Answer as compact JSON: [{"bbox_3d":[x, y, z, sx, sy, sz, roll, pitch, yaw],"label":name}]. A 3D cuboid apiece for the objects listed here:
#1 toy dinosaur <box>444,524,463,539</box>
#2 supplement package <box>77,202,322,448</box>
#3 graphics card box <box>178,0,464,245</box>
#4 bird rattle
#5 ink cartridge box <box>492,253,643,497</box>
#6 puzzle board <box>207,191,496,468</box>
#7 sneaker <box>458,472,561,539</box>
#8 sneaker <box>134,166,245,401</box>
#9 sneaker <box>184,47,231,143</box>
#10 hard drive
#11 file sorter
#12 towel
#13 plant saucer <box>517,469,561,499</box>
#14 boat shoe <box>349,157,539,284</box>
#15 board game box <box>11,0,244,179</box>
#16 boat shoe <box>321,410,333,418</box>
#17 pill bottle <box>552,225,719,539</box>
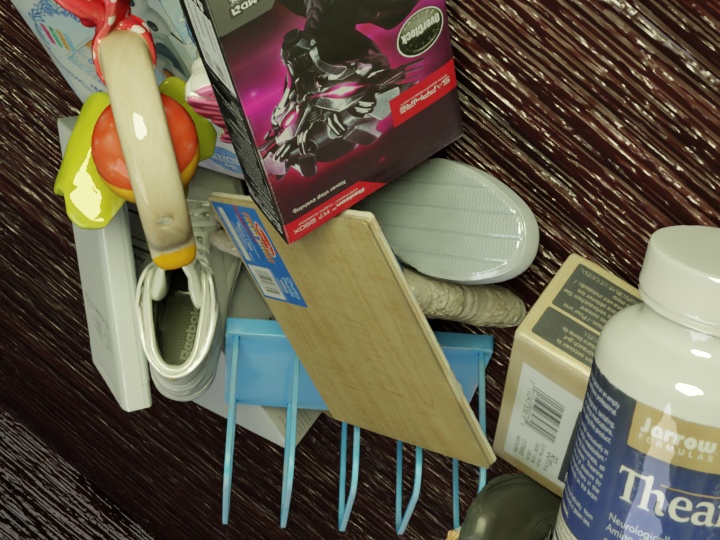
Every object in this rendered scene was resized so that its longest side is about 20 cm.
[{"bbox_3d":[0.119,0.237,1.026,0.198,0.137,0.102,18,-161,-31],"label":"toy dinosaur"},{"bbox_3d":[-0.119,0.035,1.155,0.155,0.111,0.201,20,151,39],"label":"supplement package"},{"bbox_3d":[-0.016,-0.113,0.681,0.051,0.125,0.201,51,166,33],"label":"graphics card box"},{"bbox_3d":[-0.125,-0.096,0.781,0.201,0.111,0.164,100,153,-51],"label":"bird rattle"},{"bbox_3d":[0.176,0.100,0.861,0.164,0.075,0.201,33,157,18],"label":"ink cartridge box"},{"bbox_3d":[-0.004,0.035,0.839,0.150,0.017,0.201,12,138,47],"label":"puzzle board"},{"bbox_3d":[0.151,0.199,0.940,0.199,0.077,0.090,22,177,-39],"label":"sneaker"},{"bbox_3d":[-0.120,-0.012,0.966,0.073,0.203,0.116,3,167,-4],"label":"sneaker"},{"bbox_3d":[-0.055,-0.123,0.810,0.073,0.089,0.200,8,175,9],"label":"sneaker"},{"bbox_3d":[-0.196,-0.009,1.020,0.132,0.026,0.202,-147,49,-64],"label":"hard drive"},{"bbox_3d":[-0.008,0.125,1.009,0.197,0.124,0.139,4,152,-4],"label":"file sorter"},{"bbox_3d":[0.000,0.000,0.911,0.199,0.035,0.132,20,-171,40],"label":"towel"},{"bbox_3d":[0.198,0.187,1.042,0.199,0.038,0.201,34,157,16],"label":"plant saucer"},{"bbox_3d":[0.038,-0.037,0.848,0.199,0.073,0.062,17,-173,41],"label":"boat shoe"},{"bbox_3d":[-0.159,-0.160,0.932,0.199,0.043,0.200,19,149,41],"label":"board game box"},{"bbox_3d":[-0.005,0.075,1.104,0.064,0.071,0.201,29,155,25],"label":"boat shoe"},{"bbox_3d":[0.169,0.085,0.691,0.110,0.110,0.202,23,115,33],"label":"pill bottle"}]
